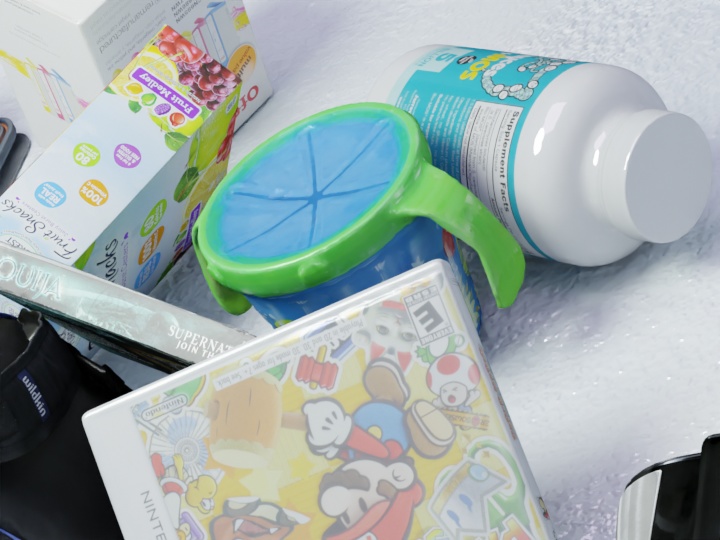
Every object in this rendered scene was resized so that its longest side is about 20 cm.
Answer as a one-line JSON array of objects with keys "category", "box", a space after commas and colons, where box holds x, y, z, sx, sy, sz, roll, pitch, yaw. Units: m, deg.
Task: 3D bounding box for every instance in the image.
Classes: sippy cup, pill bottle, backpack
[{"category": "sippy cup", "box": [0.000, 0.000, 1.297, 0.139, 0.131, 0.178, -36, 32, -6]}, {"category": "pill bottle", "box": [0.099, -0.064, 1.320, 0.200, 0.111, 0.111, 14, 53, 48]}, {"category": "backpack", "box": [-0.176, 0.122, 1.248, 0.154, 0.200, 0.191, -32, 26, 24]}]

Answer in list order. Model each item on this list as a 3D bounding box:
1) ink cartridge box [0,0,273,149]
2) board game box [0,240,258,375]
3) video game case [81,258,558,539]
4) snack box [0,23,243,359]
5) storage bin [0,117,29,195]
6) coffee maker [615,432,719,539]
[{"category": "ink cartridge box", "box": [-0.156, -0.153, 1.594, 0.125, 0.200, 0.129, 27, 62, 34]}, {"category": "board game box", "box": [-0.092, 0.041, 1.271, 0.199, 0.135, 0.028, 19, 81, 31]}, {"category": "video game case", "box": [-0.016, 0.116, 1.138, 0.199, 0.183, 0.023, -23, -10, 12]}, {"category": "snack box", "box": [-0.160, -0.024, 1.436, 0.068, 0.169, 0.200, 36, 64, 11]}, {"category": "storage bin", "box": [-0.369, -0.086, 1.722, 0.199, 0.135, 0.146, -15, 35, 26]}, {"category": "coffee maker", "box": [0.177, 0.172, 0.941, 0.191, 0.135, 0.200, 9, 47, 15]}]
